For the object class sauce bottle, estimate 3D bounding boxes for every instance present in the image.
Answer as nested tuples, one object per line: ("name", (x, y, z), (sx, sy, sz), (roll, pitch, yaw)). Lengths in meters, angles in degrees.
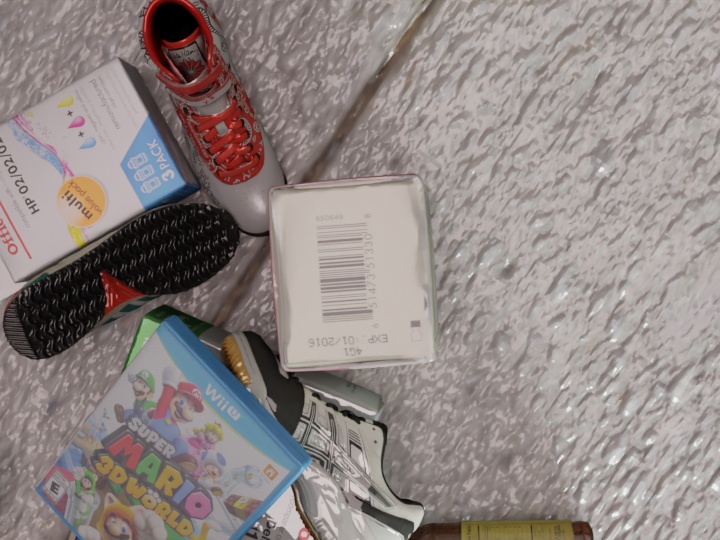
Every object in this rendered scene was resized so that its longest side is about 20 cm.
("sauce bottle", (0.084, 0.230, 1.079), (0.198, 0.066, 0.067), (-3, 92, 6))

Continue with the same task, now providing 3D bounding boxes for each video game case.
("video game case", (-0.141, 0.148, 0.995), (0.143, 0.018, 0.200), (45, 119, 7))

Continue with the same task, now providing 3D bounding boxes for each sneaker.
("sneaker", (-0.116, -0.120, 1.056), (0.067, 0.108, 0.203), (-21, 91, 4))
("sneaker", (-0.194, 0.001, 1.080), (0.199, 0.093, 0.071), (-30, 105, -16))
("sneaker", (-0.028, 0.122, 1.004), (0.087, 0.076, 0.201), (-32, 93, -13))

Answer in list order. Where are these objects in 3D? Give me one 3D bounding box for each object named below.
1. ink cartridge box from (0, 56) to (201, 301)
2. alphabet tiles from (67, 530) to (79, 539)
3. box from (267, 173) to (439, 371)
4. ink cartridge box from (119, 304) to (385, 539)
("ink cartridge box", (-0.243, -0.067, 1.086), (0.199, 0.068, 0.116), (-30, 90, 4))
("alphabet tiles", (-0.156, 0.282, 1.122), (0.198, 0.008, 0.169), (17, 93, 3))
("box", (0.000, 0.000, 1.007), (0.108, 0.200, 0.129), (-4, 90, 4))
("ink cartridge box", (-0.097, 0.133, 1.075), (0.198, 0.083, 0.148), (21, 93, 2))
